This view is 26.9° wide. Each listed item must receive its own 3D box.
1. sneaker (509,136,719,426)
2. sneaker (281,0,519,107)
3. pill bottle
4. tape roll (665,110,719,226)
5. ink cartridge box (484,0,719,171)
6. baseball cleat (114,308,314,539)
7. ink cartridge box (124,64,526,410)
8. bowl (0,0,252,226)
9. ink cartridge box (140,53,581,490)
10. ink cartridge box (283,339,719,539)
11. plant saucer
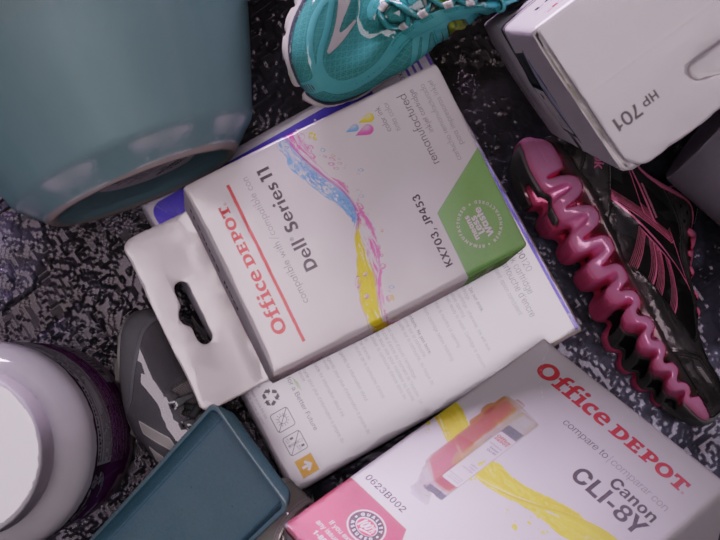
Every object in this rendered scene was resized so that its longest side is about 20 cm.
[{"bbox_3d":[0.173,-0.007,0.894,0.095,0.079,0.201,-29,88,-12],"label":"sneaker"},{"bbox_3d":[0.044,-0.159,0.808,0.199,0.080,0.078,-35,111,-10],"label":"sneaker"},{"bbox_3d":[-0.193,0.095,0.827,0.111,0.200,0.114,0,87,1],"label":"pill bottle"},{"bbox_3d":[0.256,-0.107,0.828,0.066,0.200,0.201,40,88,2],"label":"tape roll"},{"bbox_3d":[0.153,-0.134,0.775,0.146,0.200,0.086,-36,98,4],"label":"ink cartridge box"},{"bbox_3d":[-0.075,0.112,0.875,0.106,0.069,0.202,-15,96,41],"label":"baseball cleat"},{"bbox_3d":[-0.023,-0.015,0.840,0.198,0.067,0.118,-27,87,-9],"label":"ink cartridge box"},{"bbox_3d":[-0.140,-0.093,0.836,0.199,0.201,0.106,-22,87,0],"label":"bowl"},{"bbox_3d":[0.000,0.000,0.906,0.198,0.043,0.200,-29,86,1],"label":"ink cartridge box"},{"bbox_3d":[0.078,0.149,0.815,0.199,0.084,0.145,-32,53,-26],"label":"ink cartridge box"},{"bbox_3d":[-0.110,0.156,0.858,0.070,0.019,0.200,51,124,13],"label":"plant saucer"}]
